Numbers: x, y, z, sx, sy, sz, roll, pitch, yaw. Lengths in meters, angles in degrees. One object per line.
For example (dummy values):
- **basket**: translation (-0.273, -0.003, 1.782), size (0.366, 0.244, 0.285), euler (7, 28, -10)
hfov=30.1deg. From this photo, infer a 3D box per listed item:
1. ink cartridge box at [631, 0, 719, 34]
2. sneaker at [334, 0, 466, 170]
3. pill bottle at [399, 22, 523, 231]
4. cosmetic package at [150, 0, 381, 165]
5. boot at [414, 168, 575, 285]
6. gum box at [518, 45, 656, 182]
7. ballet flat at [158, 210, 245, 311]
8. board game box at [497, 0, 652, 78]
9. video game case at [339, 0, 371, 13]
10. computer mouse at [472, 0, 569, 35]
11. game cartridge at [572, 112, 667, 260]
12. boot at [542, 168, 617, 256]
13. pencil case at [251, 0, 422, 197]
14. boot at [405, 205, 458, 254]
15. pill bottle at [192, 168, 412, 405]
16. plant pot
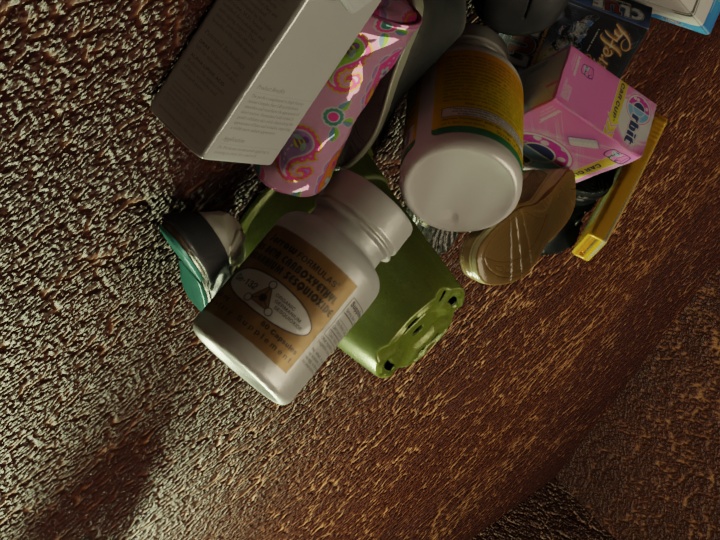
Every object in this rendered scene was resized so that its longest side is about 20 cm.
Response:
- **ink cartridge box**: translation (0.277, -0.312, 1.328), size (0.200, 0.146, 0.086), euler (10, 104, -66)
- **sneaker**: translation (0.031, -0.179, 1.227), size (0.106, 0.075, 0.200), euler (-21, 148, -50)
- **pill bottle**: translation (0.098, -0.141, 1.261), size (0.201, 0.112, 0.113), euler (-83, -167, -45)
- **cosmetic package**: translation (-0.066, -0.181, 1.039), size (0.200, 0.074, 0.102), euler (-55, 158, 18)
- **boot**: translation (0.108, -0.055, 1.326), size (0.200, 0.155, 0.073), euler (-42, 134, -45)
- **gum box**: translation (0.189, -0.143, 1.367), size (0.200, 0.113, 0.066), euler (-21, -136, 59)
- **ballet flat**: translation (-0.137, -0.019, 1.217), size (0.073, 0.073, 0.200), euler (-41, 166, -12)
- **board game box**: translation (0.200, -0.215, 1.394), size (0.200, 0.135, 0.035), euler (112, -4, -52)
- **video game case**: translation (0.036, -0.268, 0.889), size (0.181, 0.023, 0.200), euler (-35, 160, 6)
- **computer mouse**: translation (0.151, -0.271, 1.232), size (0.138, 0.053, 0.200), euler (2, 157, -2)
- **game cartridge**: translation (0.366, -0.118, 1.892), size (0.201, 0.032, 0.176), euler (-63, 175, -7)
- **boot**: translation (0.288, -0.086, 1.886), size (0.169, 0.076, 0.200), euler (-60, 170, 29)
- **pencil case**: translation (-0.026, -0.160, 1.147), size (0.087, 0.087, 0.200), euler (-18, 146, -52)
- **boot**: translation (0.134, -0.114, 1.543), size (0.210, 0.080, 0.158), euler (-24, 146, -23)
- **pill bottle**: translation (-0.048, 0.011, 1.208), size (0.200, 0.114, 0.114), euler (-50, 161, -11)
- **plant pot**: translation (0.000, 0.000, 1.345), size (0.200, 0.190, 0.200), euler (-39, 159, -18)
